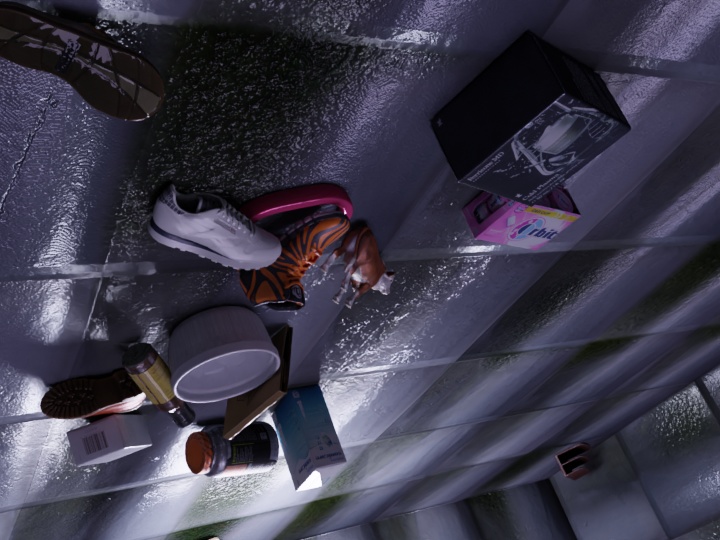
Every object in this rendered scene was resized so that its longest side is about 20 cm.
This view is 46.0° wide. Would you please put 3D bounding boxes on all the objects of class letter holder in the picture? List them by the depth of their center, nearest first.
[{"bbox_3d":[0.949,0.829,3.684,0.142,0.101,0.200,-31,152,14],"label":"letter holder"}]

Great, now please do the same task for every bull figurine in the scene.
[{"bbox_3d":[0.000,0.000,1.487,0.121,0.065,0.200,-50,150,-18],"label":"bull figurine"}]

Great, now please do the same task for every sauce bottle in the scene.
[{"bbox_3d":[-0.366,0.217,1.562,0.065,0.065,0.200,-22,130,0],"label":"sauce bottle"}]

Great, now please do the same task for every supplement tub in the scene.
[{"bbox_3d":[-0.301,0.420,1.989,0.200,0.123,0.123,5,143,-41],"label":"supplement tub"}]

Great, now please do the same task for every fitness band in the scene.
[{"bbox_3d":[-0.107,-0.073,1.324,0.200,0.037,0.144,-14,152,-18],"label":"fitness band"}]

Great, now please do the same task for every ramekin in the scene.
[{"bbox_3d":[-0.256,0.150,1.548,0.200,0.105,0.200,-17,152,-9],"label":"ramekin"}]

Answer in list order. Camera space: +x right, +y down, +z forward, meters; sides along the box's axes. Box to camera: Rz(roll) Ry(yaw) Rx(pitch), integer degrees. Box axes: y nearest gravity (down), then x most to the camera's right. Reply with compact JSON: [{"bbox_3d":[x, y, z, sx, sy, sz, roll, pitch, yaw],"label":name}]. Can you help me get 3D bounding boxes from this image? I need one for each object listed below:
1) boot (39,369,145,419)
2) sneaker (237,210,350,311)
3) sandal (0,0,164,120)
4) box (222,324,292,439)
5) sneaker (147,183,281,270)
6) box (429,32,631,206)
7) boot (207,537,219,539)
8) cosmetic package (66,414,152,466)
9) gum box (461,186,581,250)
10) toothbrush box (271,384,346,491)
[{"bbox_3d":[-0.495,0.246,1.590,0.200,0.075,0.107,-10,156,-24],"label":"boot"},{"bbox_3d":[-0.090,-0.004,1.302,0.200,0.112,0.078,-31,150,14],"label":"sneaker"},{"bbox_3d":[-0.297,-0.227,0.894,0.200,0.055,0.082,20,127,-34],"label":"sandal"},{"bbox_3d":[-0.201,0.219,1.662,0.021,0.164,0.200,29,129,-25],"label":"box"},{"bbox_3d":[-0.197,-0.061,1.210,0.200,0.076,0.081,14,121,-29],"label":"sneaker"},{"bbox_3d":[0.248,-0.212,1.240,0.197,0.124,0.200,12,138,-45],"label":"box"},{"bbox_3d":[-0.492,0.961,2.843,0.075,0.107,0.200,-22,151,3],"label":"boot"},{"bbox_3d":[-0.496,0.336,1.690,0.101,0.071,0.200,-20,170,-3],"label":"cosmetic package"},{"bbox_3d":[0.287,-0.104,1.523,0.200,0.066,0.113,7,142,-43],"label":"gum box"},{"bbox_3d":[-0.124,0.392,1.983,0.085,0.200,0.146,-5,148,-30],"label":"toothbrush box"}]
